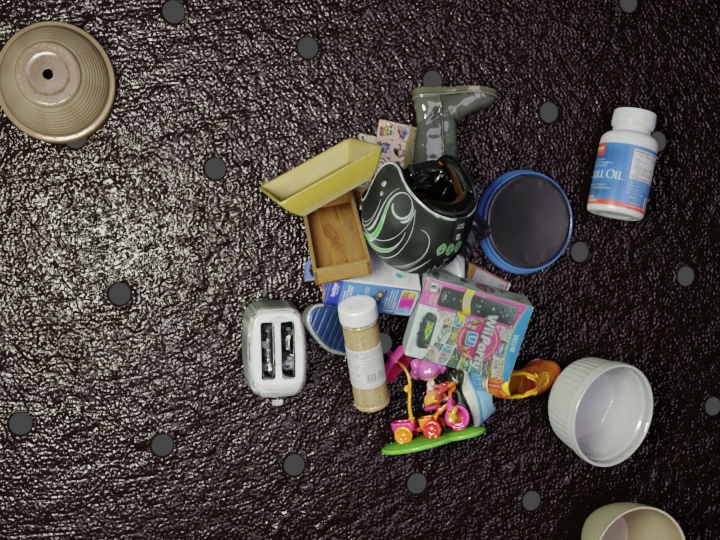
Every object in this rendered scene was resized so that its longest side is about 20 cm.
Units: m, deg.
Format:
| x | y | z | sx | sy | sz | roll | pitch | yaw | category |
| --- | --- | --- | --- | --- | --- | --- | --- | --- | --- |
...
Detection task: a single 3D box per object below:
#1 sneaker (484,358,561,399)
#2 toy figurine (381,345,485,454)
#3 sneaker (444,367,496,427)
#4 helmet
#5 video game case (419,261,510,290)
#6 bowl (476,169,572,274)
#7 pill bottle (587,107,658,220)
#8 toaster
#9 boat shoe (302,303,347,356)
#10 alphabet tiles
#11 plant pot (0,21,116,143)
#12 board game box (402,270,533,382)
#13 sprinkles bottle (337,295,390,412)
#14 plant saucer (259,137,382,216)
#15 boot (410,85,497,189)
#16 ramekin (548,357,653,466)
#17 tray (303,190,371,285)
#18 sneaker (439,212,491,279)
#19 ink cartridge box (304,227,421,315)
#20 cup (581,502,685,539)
| x | y | z | sx | sy | sz | roll | pitch | yaw | category |
| --- | --- | --- | --- | --- | --- | --- | --- | --- | --- |
| 0.325 | 0.216 | 1.488 | 0.197 | 0.077 | 0.075 | -8 | 100 | -38 | sneaker |
| 0.116 | 0.224 | 1.432 | 0.196 | 0.150 | 0.188 | -13 | 85 | 16 | toy figurine |
| 0.214 | 0.197 | 1.496 | 0.089 | 0.078 | 0.204 | -19 | 105 | -28 | sneaker |
| 0.093 | -0.093 | 1.331 | 0.197 | 0.191 | 0.203 | 14 | 51 | -18 | helmet |
| 0.178 | 0.048 | 1.500 | 0.197 | 0.017 | 0.145 | 26 | 87 | -12 | video game case |
| 0.321 | -0.095 | 1.513 | 0.196 | 0.039 | 0.205 | 0 | 92 | -12 | bowl |
| 0.513 | -0.206 | 1.511 | 0.110 | 0.112 | 0.204 | 12 | 89 | -12 | pill bottle |
| -0.151 | 0.132 | 1.378 | 0.111 | 0.129 | 0.204 | 0 | 93 | -12 | toaster |
| -0.047 | 0.113 | 1.388 | 0.200 | 0.072 | 0.073 | 40 | 72 | -44 | boat shoe |
| 0.066 | -0.176 | 1.472 | 0.163 | 0.006 | 0.204 | 9 | 90 | -13 | alphabet tiles |
| -0.513 | -0.319 | 1.299 | 0.197 | 0.093 | 0.205 | -1 | 94 | -13 | plant pot |
| 0.189 | 0.097 | 1.386 | 0.196 | 0.064 | 0.150 | 15 | 104 | -5 | board game box |
| 0.007 | 0.146 | 1.352 | 0.067 | 0.068 | 0.203 | -14 | 115 | -11 | sprinkles bottle |
| -0.065 | -0.158 | 1.352 | 0.198 | 0.200 | 0.049 | -31 | 110 | -8 | plant saucer |
| 0.174 | -0.238 | 1.454 | 0.178 | 0.073 | 0.204 | -4 | 85 | -1 | boot |
| 0.456 | 0.265 | 1.506 | 0.197 | 0.105 | 0.204 | -5 | 102 | -25 | ramekin |
| -0.045 | -0.062 | 1.362 | 0.097 | 0.202 | 0.037 | -11 | 133 | -3 | tray |
| 0.194 | -0.035 | 1.453 | 0.112 | 0.075 | 0.204 | -11 | 95 | -35 | sneaker |
| 0.000 | 0.000 | 1.396 | 0.196 | 0.138 | 0.077 | 9 | 132 | -13 | ink cartridge box |
| 0.514 | 0.541 | 1.530 | 0.196 | 0.143 | 0.205 | -1 | 93 | -12 | cup |
